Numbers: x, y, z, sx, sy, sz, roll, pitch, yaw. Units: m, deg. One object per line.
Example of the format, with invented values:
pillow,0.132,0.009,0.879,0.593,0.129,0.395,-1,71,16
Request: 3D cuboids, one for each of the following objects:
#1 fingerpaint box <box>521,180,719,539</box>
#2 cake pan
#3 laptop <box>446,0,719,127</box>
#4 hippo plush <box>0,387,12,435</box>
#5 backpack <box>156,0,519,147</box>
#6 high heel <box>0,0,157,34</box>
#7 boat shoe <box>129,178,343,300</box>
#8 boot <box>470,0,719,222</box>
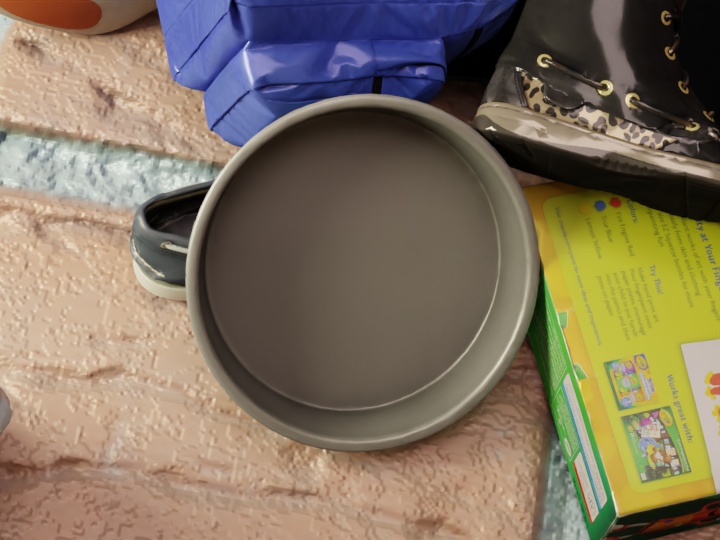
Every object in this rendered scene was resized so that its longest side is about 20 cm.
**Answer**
fingerpaint box,0.188,0.041,1.148,0.165,0.073,0.201,-12,68,-11
cake pan,0.000,0.000,1.116,0.198,0.037,0.202,-2,103,-10
laptop,0.164,-0.152,1.287,0.199,0.116,0.188,9,57,33
hippo plush,-0.260,0.089,0.975,0.158,0.161,0.202,6,62,-2
backpack,-0.008,-0.163,1.177,0.198,0.162,0.169,-11,88,-22
high heel,-0.144,-0.202,1.250,0.198,0.067,0.097,0,71,-22
boat shoe,-0.036,-0.030,1.173,0.198,0.062,0.075,-3,60,-8
boot,0.172,-0.114,1.125,0.198,0.073,0.152,13,75,4
